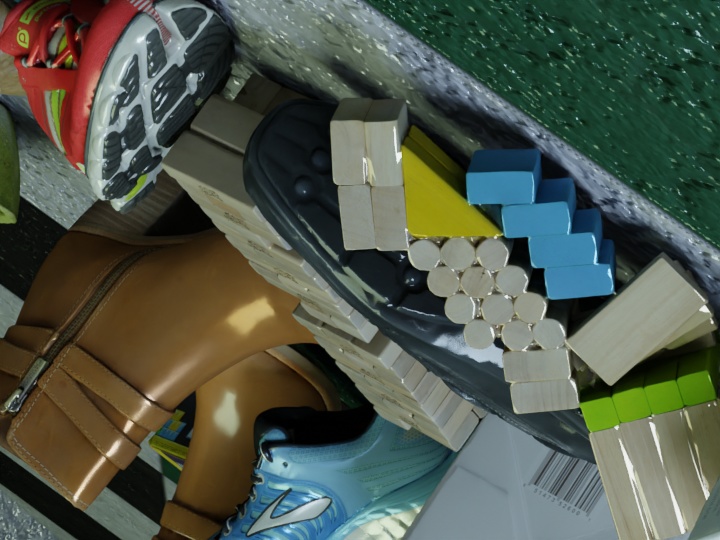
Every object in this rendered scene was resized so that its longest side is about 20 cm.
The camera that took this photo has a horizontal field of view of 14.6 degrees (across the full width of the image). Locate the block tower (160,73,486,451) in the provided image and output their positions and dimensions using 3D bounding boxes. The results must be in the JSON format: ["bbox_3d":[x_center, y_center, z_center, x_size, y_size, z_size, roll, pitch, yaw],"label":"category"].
[{"bbox_3d":[0.000,0.000,1.116,0.058,0.054,0.200,27,165,38],"label":"block tower"}]

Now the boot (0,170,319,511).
[{"bbox_3d":[-0.085,0.038,1.250,0.200,0.156,0.077,26,164,39],"label":"boot"}]

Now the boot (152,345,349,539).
[{"bbox_3d":[-0.076,0.108,1.442,0.077,0.155,0.200,35,171,42],"label":"boot"}]

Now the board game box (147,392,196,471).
[{"bbox_3d":[-0.017,0.155,1.727,0.200,0.057,0.165,41,169,-23],"label":"board game box"}]

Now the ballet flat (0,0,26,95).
[{"bbox_3d":[-0.203,-0.120,1.184,0.200,0.072,0.068,42,164,-26],"label":"ballet flat"}]

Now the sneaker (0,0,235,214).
[{"bbox_3d":[-0.105,-0.075,1.088,0.085,0.077,0.200,41,167,1],"label":"sneaker"}]

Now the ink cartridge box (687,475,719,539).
[{"bbox_3d":[0.232,0.108,0.856,0.199,0.041,0.200,40,147,-16],"label":"ink cartridge box"}]

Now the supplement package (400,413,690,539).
[{"bbox_3d":[0.109,0.167,1.275,0.121,0.120,0.200,26,164,34],"label":"supplement package"}]

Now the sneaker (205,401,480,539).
[{"bbox_3d":[-0.033,0.107,1.363,0.090,0.200,0.078,53,-166,-16],"label":"sneaker"}]

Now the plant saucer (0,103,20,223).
[{"bbox_3d":[-0.265,-0.105,1.469,0.200,0.048,0.200,40,168,-17],"label":"plant saucer"}]

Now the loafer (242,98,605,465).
[{"bbox_3d":[0.037,0.012,1.020,0.200,0.068,0.070,35,159,-11],"label":"loafer"}]

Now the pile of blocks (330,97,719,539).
[{"bbox_3d":[0.071,0.004,0.957,0.200,0.082,0.062,47,-159,-11],"label":"pile of blocks"}]
